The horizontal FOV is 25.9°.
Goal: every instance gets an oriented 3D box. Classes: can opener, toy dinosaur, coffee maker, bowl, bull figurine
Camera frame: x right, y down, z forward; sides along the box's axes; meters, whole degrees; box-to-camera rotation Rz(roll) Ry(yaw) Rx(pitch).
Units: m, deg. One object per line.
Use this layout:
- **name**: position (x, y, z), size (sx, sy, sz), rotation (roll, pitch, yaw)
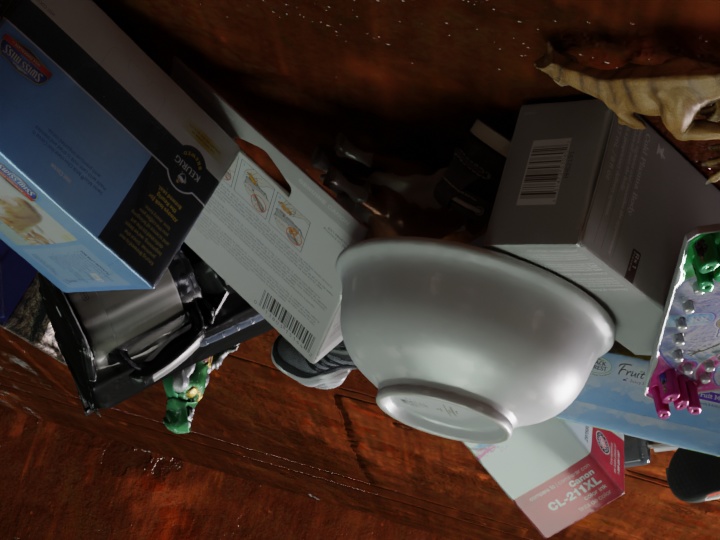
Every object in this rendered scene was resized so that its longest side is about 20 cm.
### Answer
- **can opener**: position (0.252, 0.181, 1.439), size (0.198, 0.068, 0.053), rotation (-10, 170, 12)
- **toy dinosaur**: position (0.183, -0.099, 0.867), size (0.199, 0.061, 0.106), rotation (1, 156, 45)
- **coffee maker**: position (-0.170, 0.024, 1.374), size (0.199, 0.136, 0.192), rotation (-24, 175, -17)
- **bowl**: position (0.068, 0.060, 1.065), size (0.199, 0.091, 0.201), rotation (15, 160, 5)
- **bull figurine**: position (0.023, -0.055, 1.182), size (0.121, 0.066, 0.200), rotation (25, 161, -13)

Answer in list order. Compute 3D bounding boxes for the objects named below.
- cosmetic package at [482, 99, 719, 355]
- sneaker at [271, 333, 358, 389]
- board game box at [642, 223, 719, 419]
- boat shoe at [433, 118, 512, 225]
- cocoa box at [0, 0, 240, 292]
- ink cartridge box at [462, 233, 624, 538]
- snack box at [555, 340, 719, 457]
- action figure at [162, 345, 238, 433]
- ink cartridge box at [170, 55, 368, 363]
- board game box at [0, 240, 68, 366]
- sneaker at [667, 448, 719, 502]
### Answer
- **cosmetic package**: position (0.178, -0.023, 1.045), size (0.090, 0.108, 0.199), rotation (0, 158, 46)
- **sneaker**: position (-0.030, 0.054, 1.440), size (0.199, 0.076, 0.114), rotation (-3, 151, 43)
- **board game box**: position (0.294, 0.029, 1.009), size (0.198, 0.026, 0.201), rotation (-6, 146, -4)
- **boat shoe**: position (0.125, -0.034, 1.109), size (0.199, 0.068, 0.072), rotation (32, -178, -44)
- **cocoa box**: position (-0.213, -0.094, 1.092), size (0.133, 0.132, 0.200), rotation (-2, 141, 50)
- **ink cartridge box**: position (0.125, 0.090, 1.269), size (0.082, 0.146, 0.200), rotation (-33, 108, 23)
- **snack box**: position (0.246, 0.075, 1.217), size (0.167, 0.068, 0.200), rotation (12, -166, 16)
- **action figure**: position (-0.149, 0.059, 1.499), size (0.054, 0.202, 0.118), rotation (12, 165, 15)
- **ink cartridge box**: position (-0.073, -0.051, 1.178), size (0.200, 0.045, 0.177), rotation (42, 143, 14)
- **board game box**: position (-0.267, 0.001, 1.468), size (0.096, 0.160, 0.200), rotation (27, 172, 30)
- **sneaker**: position (0.372, 0.151, 1.363), size (0.107, 0.068, 0.201), rotation (23, 127, -38)
